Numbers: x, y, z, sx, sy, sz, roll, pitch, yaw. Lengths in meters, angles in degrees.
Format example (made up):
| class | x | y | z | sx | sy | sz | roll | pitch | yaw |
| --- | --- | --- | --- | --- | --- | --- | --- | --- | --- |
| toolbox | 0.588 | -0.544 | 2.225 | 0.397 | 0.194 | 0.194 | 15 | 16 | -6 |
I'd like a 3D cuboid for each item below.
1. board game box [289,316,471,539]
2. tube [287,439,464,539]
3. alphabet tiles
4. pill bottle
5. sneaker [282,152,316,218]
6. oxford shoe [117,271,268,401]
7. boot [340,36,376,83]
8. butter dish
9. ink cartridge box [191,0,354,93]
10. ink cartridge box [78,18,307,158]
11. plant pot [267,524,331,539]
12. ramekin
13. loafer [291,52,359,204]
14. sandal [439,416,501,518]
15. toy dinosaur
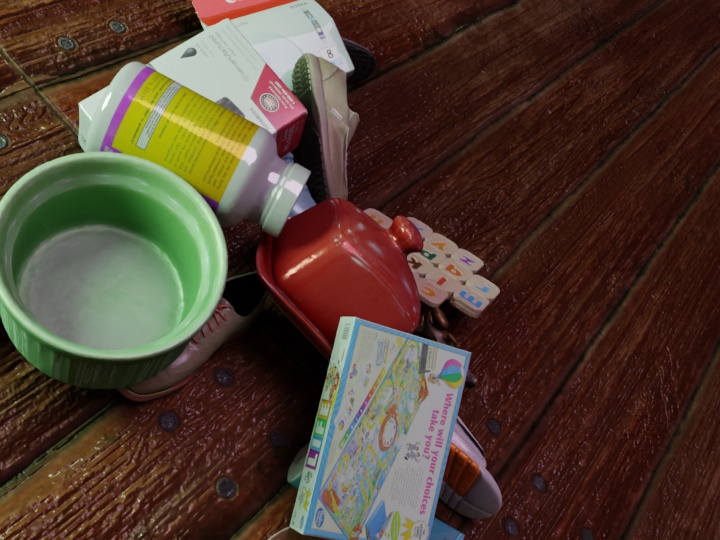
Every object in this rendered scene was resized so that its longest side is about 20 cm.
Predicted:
| class | x | y | z | sx | sy | sz | roll | pitch | yaw |
| --- | --- | --- | --- | --- | --- | --- | --- | --- | --- |
| board game box | 0.022 | 0.158 | 0.892 | 0.134 | 0.034 | 0.202 | 18 | 80 | -24 |
| tube | 0.018 | 0.244 | 0.933 | 0.200 | 0.050 | 0.078 | 39 | 57 | -14 |
| alphabet tiles | 0.074 | -0.012 | 1.148 | 0.199 | 0.015 | 0.195 | 33 | 25 | 12 |
| pill bottle | -0.151 | -0.109 | 0.897 | 0.199 | 0.104 | 0.105 | 27 | 44 | -6 |
| sneaker | -0.109 | -0.131 | 1.101 | 0.200 | 0.082 | 0.074 | 48 | 43 | 4 |
| oxford shoe | -0.162 | 0.053 | 0.917 | 0.070 | 0.075 | 0.200 | 45 | 42 | 1 |
| boot | -0.072 | -0.344 | 1.312 | 0.199 | 0.068 | 0.131 | 11 | 51 | -31 |
| butter dish | 0.000 | 0.000 | 0.975 | 0.200 | 0.147 | 0.200 | 49 | 14 | -20 |
| ink cartridge box | -0.117 | -0.317 | 1.199 | 0.159 | 0.047 | 0.201 | -25 | 93 | -27 |
| ink cartridge box | -0.180 | -0.153 | 1.008 | 0.200 | 0.083 | 0.145 | -38 | 82 | -24 |
| plant pot | -0.028 | 0.327 | 0.840 | 0.199 | 0.027 | 0.201 | 22 | 46 | -24 |
| ramekin | -0.223 | 0.005 | 0.826 | 0.198 | 0.098 | 0.201 | 11 | 58 | -17 |
| loafer | -0.035 | -0.169 | 1.153 | 0.068 | 0.076 | 0.202 | -5 | 87 | -26 |
| sandal | 0.079 | 0.176 | 1.006 | 0.207 | 0.079 | 0.059 | 44 | 45 | 2 |
| toy dinosaur | 0.083 | 0.056 | 1.136 | 0.106 | 0.060 | 0.201 | 34 | 33 | -54 |
